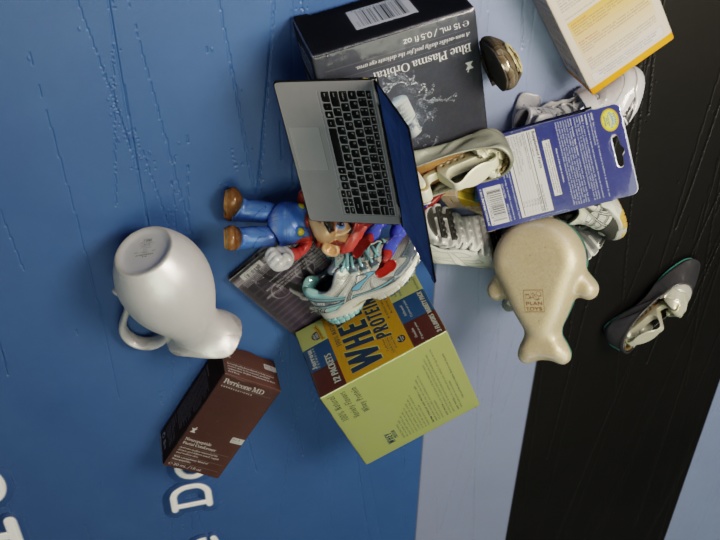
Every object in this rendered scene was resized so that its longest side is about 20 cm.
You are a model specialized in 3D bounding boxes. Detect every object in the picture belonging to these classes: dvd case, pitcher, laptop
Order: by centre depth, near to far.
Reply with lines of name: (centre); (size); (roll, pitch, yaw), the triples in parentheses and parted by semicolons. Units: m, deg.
laptop: (-0.008, -0.100, 0.945); (0.198, 0.116, 0.189); (4, 128, 23)
pitcher: (-0.268, 0.040, 1.148); (0.170, 0.122, 0.201); (-11, 141, 9)
dvd case: (-0.071, 0.021, 1.250); (0.148, 0.016, 0.200); (-39, 126, 10)

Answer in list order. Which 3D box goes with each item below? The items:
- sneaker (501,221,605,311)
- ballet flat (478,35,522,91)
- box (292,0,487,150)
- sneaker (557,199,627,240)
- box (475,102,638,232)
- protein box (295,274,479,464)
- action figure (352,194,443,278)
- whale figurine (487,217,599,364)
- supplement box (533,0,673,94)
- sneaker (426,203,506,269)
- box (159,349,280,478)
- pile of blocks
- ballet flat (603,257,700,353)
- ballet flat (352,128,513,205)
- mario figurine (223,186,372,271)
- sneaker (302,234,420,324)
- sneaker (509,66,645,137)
sneaker: (0.285, -0.007, 1.321); (0.199, 0.075, 0.116); (-36, 166, -17)
ballet flat: (0.172, -0.249, 1.026); (0.046, 0.200, 0.068); (-23, 96, 10)
box: (0.041, -0.220, 1.046); (0.195, 0.118, 0.201); (-18, 130, -4)
sneaker: (0.317, -0.094, 1.213); (0.087, 0.076, 0.200); (-28, 146, 11)
box: (0.245, -0.133, 1.111); (0.198, 0.032, 0.122); (-13, 102, 16)
protein box: (0.042, 0.147, 1.289); (0.199, 0.135, 0.199); (-28, 135, 1)
action figure: (0.060, -0.082, 1.106); (0.065, 0.200, 0.099); (41, 122, -10)
whale figurine: (0.257, 0.026, 1.200); (0.158, 0.103, 0.203); (-4, 93, 30)
supplement box: (0.287, -0.338, 1.064); (0.125, 0.074, 0.200); (-34, 128, 8)
sneaker: (0.146, -0.039, 1.251); (0.198, 0.076, 0.081); (16, 145, -34)
box: (-0.215, 0.217, 1.312); (0.099, 0.075, 0.201); (22, 115, -29)
pile of blocks: (0.200, -0.110, 1.205); (0.198, 0.063, 0.082); (14, 162, -29)
ballet flat: (0.496, 0.066, 1.433); (0.200, 0.073, 0.073); (-43, 126, 14)
ballet flat: (0.088, -0.112, 1.025); (0.198, 0.064, 0.068); (-21, 134, -1)
mario figurine: (-0.078, -0.071, 1.117); (0.197, 0.106, 0.125); (-1, 109, -9)
sneaker: (0.000, 0.000, 1.183); (0.086, 0.078, 0.199); (37, 121, -27)
sneaker: (0.281, -0.210, 1.154); (0.114, 0.075, 0.200); (28, 116, -35)
